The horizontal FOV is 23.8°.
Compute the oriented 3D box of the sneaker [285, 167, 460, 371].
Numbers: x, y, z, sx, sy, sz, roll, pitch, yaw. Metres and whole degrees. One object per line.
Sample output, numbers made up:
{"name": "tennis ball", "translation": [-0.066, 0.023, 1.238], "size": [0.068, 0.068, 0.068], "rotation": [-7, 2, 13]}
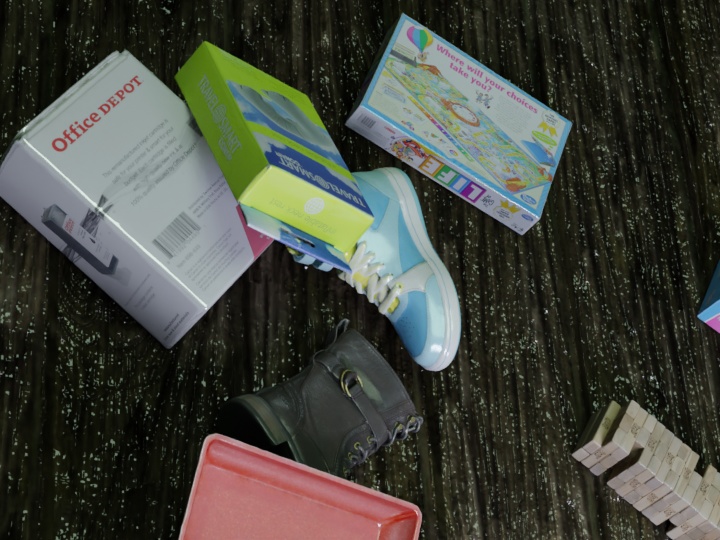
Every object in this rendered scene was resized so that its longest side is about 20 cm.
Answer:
{"name": "sneaker", "translation": [0.000, 0.000, 1.447], "size": [0.130, 0.080, 0.200], "rotation": [0, 53, -32]}

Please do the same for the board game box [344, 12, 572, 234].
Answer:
{"name": "board game box", "translation": [0.096, -0.139, 1.611], "size": [0.200, 0.034, 0.135], "rotation": [32, 52, -10]}

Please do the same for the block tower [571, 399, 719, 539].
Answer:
{"name": "block tower", "translation": [0.285, 0.199, 1.507], "size": [0.200, 0.054, 0.058], "rotation": [38, 51, -4]}

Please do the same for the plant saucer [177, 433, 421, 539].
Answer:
{"name": "plant saucer", "translation": [-0.061, 0.239, 1.216], "size": [0.200, 0.037, 0.200], "rotation": [24, 71, -33]}

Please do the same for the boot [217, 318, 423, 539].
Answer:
{"name": "boot", "translation": [-0.008, 0.146, 1.364], "size": [0.174, 0.069, 0.200], "rotation": [-24, 83, -46]}

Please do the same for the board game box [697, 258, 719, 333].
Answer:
{"name": "board game box", "translation": [0.443, 0.044, 1.699], "size": [0.200, 0.040, 0.153], "rotation": [35, 51, -7]}

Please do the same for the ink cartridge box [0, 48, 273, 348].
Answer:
{"name": "ink cartridge box", "translation": [-0.174, -0.059, 1.376], "size": [0.200, 0.085, 0.146], "rotation": [44, 50, -3]}

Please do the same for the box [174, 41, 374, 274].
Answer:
{"name": "box", "translation": [-0.067, -0.093, 1.377], "size": [0.122, 0.048, 0.200], "rotation": [25, 26, -40]}
